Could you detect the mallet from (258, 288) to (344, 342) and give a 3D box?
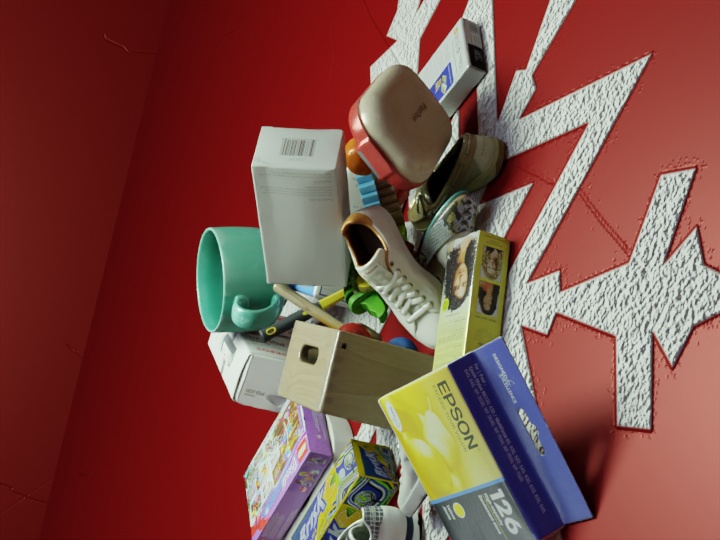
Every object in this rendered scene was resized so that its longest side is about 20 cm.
[{"bbox_3d":[-0.044,0.054,1.709,0.199,0.066,0.041,-35,-9,-10],"label":"mallet"}]

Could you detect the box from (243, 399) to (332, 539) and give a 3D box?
[{"bbox_3d":[-0.107,0.281,1.774,0.201,0.039,0.138,-60,27,30],"label":"box"}]

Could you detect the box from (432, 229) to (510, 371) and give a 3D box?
[{"bbox_3d":[0.129,0.060,1.461,0.075,0.049,0.204,-25,54,60],"label":"box"}]

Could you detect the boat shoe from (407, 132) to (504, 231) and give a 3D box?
[{"bbox_3d":[0.109,-0.116,1.598,0.200,0.062,0.074,-37,42,54],"label":"boat shoe"}]

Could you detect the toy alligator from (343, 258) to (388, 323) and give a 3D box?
[{"bbox_3d":[0.000,0.000,1.665,0.202,0.053,0.060,-99,-10,-45],"label":"toy alligator"}]

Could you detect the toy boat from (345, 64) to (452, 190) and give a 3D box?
[{"bbox_3d":[0.031,-0.168,1.567,0.130,0.131,0.201,-33,13,32],"label":"toy boat"}]

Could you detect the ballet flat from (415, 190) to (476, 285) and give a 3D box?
[{"bbox_3d":[0.102,-0.010,1.565,0.201,0.071,0.073,-56,29,36],"label":"ballet flat"}]

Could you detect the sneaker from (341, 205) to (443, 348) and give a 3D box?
[{"bbox_3d":[0.040,0.017,1.514,0.073,0.084,0.201,-41,80,29],"label":"sneaker"}]

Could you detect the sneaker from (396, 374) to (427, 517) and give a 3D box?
[{"bbox_3d":[0.069,0.197,1.427,0.073,0.084,0.202,-40,-24,-50],"label":"sneaker"}]

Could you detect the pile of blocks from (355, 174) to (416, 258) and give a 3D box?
[{"bbox_3d":[0.038,-0.087,1.679,0.082,0.061,0.203,34,-139,-80],"label":"pile of blocks"}]

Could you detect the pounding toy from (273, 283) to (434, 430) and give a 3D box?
[{"bbox_3d":[-0.016,0.111,1.586,0.199,0.182,0.145,7,82,66],"label":"pounding toy"}]

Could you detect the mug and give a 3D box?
[{"bbox_3d":[-0.166,0.027,1.824,0.152,0.112,0.188,124,139,-53],"label":"mug"}]

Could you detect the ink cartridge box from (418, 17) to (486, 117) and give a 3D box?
[{"bbox_3d":[0.106,-0.248,1.725,0.200,0.037,0.096,-48,36,42],"label":"ink cartridge box"}]

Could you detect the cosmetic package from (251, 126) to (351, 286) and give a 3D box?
[{"bbox_3d":[-0.071,-0.077,1.573,0.082,0.111,0.202,-80,-9,-45],"label":"cosmetic package"}]

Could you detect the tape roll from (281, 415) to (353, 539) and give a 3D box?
[{"bbox_3d":[-0.069,0.298,1.773,0.203,0.037,0.206,-44,38,49],"label":"tape roll"}]

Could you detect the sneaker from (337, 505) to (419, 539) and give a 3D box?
[{"bbox_3d":[-0.002,0.359,1.532,0.202,0.079,0.077,-61,28,32],"label":"sneaker"}]

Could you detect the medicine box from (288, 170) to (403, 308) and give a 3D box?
[{"bbox_3d":[-0.031,-0.056,1.826,0.182,0.101,0.203,15,89,67],"label":"medicine box"}]

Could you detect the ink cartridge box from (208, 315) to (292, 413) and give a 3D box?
[{"bbox_3d":[-0.140,0.136,1.898,0.086,0.144,0.200,-68,25,16],"label":"ink cartridge box"}]

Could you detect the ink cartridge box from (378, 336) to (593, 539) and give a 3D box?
[{"bbox_3d":[0.122,0.190,1.273,0.200,0.047,0.200,63,148,5],"label":"ink cartridge box"}]

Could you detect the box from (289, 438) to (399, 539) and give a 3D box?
[{"bbox_3d":[-0.024,0.320,1.625,0.202,0.063,0.071,-61,26,29],"label":"box"}]
